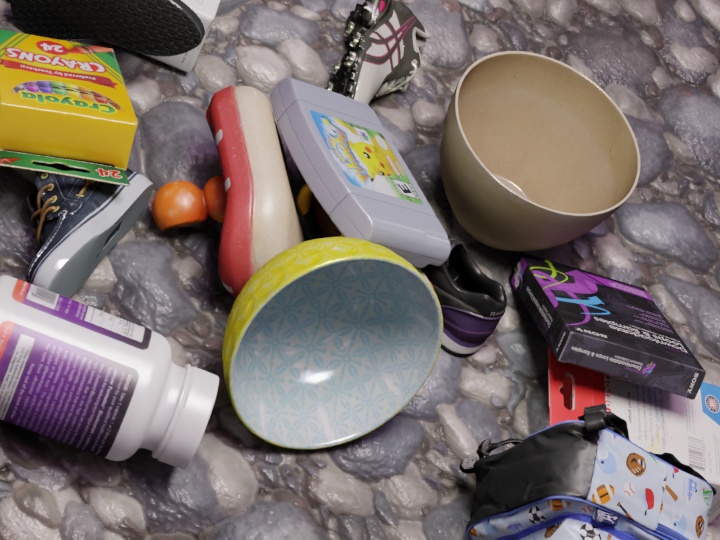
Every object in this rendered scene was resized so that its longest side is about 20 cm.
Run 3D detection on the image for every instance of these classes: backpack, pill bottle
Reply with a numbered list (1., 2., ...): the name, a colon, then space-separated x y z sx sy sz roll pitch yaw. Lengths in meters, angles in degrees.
1. backpack: 0.205 0.217 1.576 0.189 0.200 0.156 17 68 -25
2. pill bottle: -0.222 0.090 1.506 0.198 0.112 0.112 22 49 -9

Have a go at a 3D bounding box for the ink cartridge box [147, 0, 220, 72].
1. ink cartridge box: -0.232 -0.303 1.816 0.198 0.086 0.148 21 47 -8

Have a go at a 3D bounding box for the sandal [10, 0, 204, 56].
1. sandal: -0.236 -0.251 1.737 0.199 0.076 0.048 10 47 19

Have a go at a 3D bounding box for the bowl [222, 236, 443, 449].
1. bowl: -0.039 0.044 1.597 0.198 0.202 0.108 -1 33 -27

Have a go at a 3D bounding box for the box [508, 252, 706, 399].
1. box: 0.232 0.050 1.748 0.142 0.036 0.200 16 20 -16

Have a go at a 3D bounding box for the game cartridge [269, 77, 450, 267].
1. game cartridge: -0.005 -0.093 1.683 0.133 0.041 0.201 9 42 -46

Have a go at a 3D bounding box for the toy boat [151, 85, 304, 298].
1. toy boat: -0.127 -0.064 1.683 0.130 0.131 0.201 -14 57 1

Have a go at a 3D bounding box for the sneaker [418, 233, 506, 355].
1. sneaker: 0.059 -0.018 1.742 0.200 0.088 0.076 41 48 8

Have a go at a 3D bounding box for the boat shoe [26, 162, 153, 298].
1. boat shoe: -0.263 -0.043 1.610 0.090 0.071 0.200 29 32 3

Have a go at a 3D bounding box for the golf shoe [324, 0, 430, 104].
1. golf shoe: 0.020 -0.211 1.881 0.088 0.077 0.201 29 48 -13

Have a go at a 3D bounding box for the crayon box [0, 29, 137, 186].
1. crayon box: -0.273 -0.149 1.651 0.126 0.051 0.200 8 28 -22

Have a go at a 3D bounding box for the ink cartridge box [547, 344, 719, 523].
1. ink cartridge box: 0.253 0.151 1.723 0.198 0.067 0.117 17 49 -14

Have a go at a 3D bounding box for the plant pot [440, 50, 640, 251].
1. plant pot: 0.158 -0.097 1.820 0.199 0.135 0.202 13 51 -17

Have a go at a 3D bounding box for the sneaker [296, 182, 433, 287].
1. sneaker: 0.000 0.000 1.687 0.201 0.078 0.082 57 23 17
